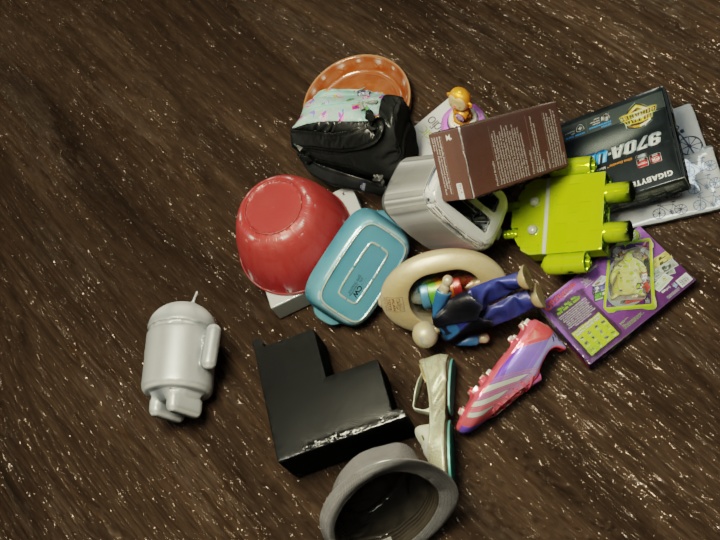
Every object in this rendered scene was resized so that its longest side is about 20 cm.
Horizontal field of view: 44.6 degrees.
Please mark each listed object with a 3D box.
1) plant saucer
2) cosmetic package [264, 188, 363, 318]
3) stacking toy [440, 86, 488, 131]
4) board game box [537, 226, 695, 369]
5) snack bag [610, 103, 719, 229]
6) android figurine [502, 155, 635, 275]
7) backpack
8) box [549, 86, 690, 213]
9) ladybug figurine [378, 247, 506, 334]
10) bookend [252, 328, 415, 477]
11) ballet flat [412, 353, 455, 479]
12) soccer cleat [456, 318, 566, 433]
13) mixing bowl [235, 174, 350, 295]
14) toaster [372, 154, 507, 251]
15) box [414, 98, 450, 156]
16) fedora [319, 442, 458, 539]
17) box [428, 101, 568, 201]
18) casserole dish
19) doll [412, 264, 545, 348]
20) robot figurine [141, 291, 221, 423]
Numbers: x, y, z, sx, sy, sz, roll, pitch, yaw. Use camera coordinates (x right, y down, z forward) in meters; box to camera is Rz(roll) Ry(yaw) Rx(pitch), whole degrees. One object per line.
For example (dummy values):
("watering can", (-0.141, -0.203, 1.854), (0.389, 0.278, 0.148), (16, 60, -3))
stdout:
("plant saucer", (-0.005, -0.292, 1.558), (0.197, 0.032, 0.203), (-6, 65, 13))
("cosmetic package", (-0.073, -0.033, 1.446), (0.198, 0.052, 0.152), (-24, 63, 4))
("stacking toy", (0.162, -0.213, 1.334), (0.115, 0.200, 0.110), (33, 79, 24))
("board game box", (0.374, 0.038, 1.291), (0.199, 0.032, 0.120), (-37, 65, -3))
("snack bag", (0.454, -0.163, 1.363), (0.186, 0.021, 0.202), (-12, 63, 12))
("android figurine", (0.306, -0.081, 1.308), (0.198, 0.041, 0.185), (-1, 71, 33))
("backpack", (-0.011, -0.218, 1.431), (0.198, 0.168, 0.127), (7, 46, 25))
("box", (0.386, -0.172, 1.342), (0.198, 0.046, 0.161), (-17, 63, 29))
("ladybug figurine", (0.123, 0.026, 1.328), (0.197, 0.137, 0.072), (-7, 25, 9))
("bookend", (-0.041, 0.175, 1.317), (0.196, 0.092, 0.202), (-21, 60, 5))
("ballet flat", (0.106, 0.217, 1.271), (0.061, 0.068, 0.202), (-4, 55, 13))
("soccer cleat", (0.214, 0.161, 1.265), (0.076, 0.067, 0.201), (37, 83, 6))
("mixing bowl", (-0.120, -0.076, 1.393), (0.197, 0.109, 0.203), (-7, 62, 13))
("toaster", (0.127, -0.104, 1.326), (0.129, 0.199, 0.115), (-3, 56, 57))
("box", (0.130, -0.187, 1.465), (0.200, 0.036, 0.145), (-40, 61, -2))
("fedora", (0.031, 0.306, 1.210), (0.201, 0.176, 0.091), (-51, 28, 18))
("box", (0.200, -0.171, 1.257), (0.075, 0.198, 0.101), (-2, 105, 54))
("casserole dish", (0.000, 0.000, 1.360), (0.201, 0.120, 0.039), (-56, 20, 3))
("doll", (0.160, 0.057, 1.271), (0.199, 0.137, 0.049), (-27, 30, 24))
("robot figurine", (-0.287, 0.136, 1.398), (0.168, 0.113, 0.203), (-15, 61, 31))
